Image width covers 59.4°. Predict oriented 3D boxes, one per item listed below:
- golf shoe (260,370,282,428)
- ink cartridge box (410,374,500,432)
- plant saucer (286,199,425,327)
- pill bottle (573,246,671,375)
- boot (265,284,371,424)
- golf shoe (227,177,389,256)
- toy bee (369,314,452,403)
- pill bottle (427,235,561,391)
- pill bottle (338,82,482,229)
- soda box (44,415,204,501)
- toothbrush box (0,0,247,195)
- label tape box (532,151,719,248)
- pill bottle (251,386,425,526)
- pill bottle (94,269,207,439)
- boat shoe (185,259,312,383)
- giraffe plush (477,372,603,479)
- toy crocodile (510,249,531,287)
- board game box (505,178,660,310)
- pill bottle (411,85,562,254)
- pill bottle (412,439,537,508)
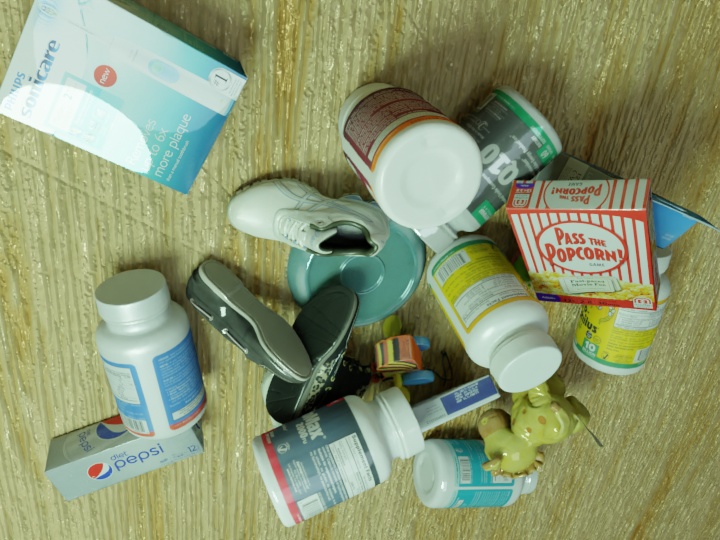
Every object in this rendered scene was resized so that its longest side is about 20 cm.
[{"bbox_3d":[-0.094,0.231,0.930,0.078,0.097,0.200,-15,120,-6],"label":"golf shoe"},{"bbox_3d":[0.104,0.222,0.976,0.199,0.041,0.200,-23,165,-5],"label":"ink cartridge box"},{"bbox_3d":[0.000,0.000,0.868,0.200,0.027,0.200,-8,121,-14],"label":"plant saucer"},{"bbox_3d":[0.404,0.050,0.970,0.113,0.113,0.200,-4,120,-15],"label":"pill bottle"},{"bbox_3d":[-0.034,0.118,0.882,0.154,0.073,0.204,15,105,-56],"label":"boot"},{"bbox_3d":[-0.064,-0.058,0.752,0.200,0.097,0.078,5,116,-1],"label":"golf shoe"},{"bbox_3d":[0.056,0.146,0.922,0.109,0.131,0.200,-14,137,19],"label":"toy bee"},{"bbox_3d":[0.175,0.055,0.831,0.113,0.200,0.113,-13,135,-13],"label":"pill bottle"},{"bbox_3d":[0.044,-0.137,0.700,0.114,0.200,0.114,-8,121,-13],"label":"pill bottle"},{"bbox_3d":[-0.326,0.245,0.884,0.200,0.063,0.068,-19,124,-5],"label":"soda box"},{"bbox_3d":[-0.240,-0.192,0.649,0.200,0.085,0.146,25,109,-26],"label":"toothbrush box"},{"bbox_3d":[0.336,-0.084,0.819,0.143,0.200,0.066,16,112,-24],"label":"label tape box"},{"bbox_3d":[-0.026,0.230,0.812,0.200,0.120,0.120,-22,123,-11],"label":"pill bottle"},{"bbox_3d":[-0.265,0.104,0.795,0.112,0.112,0.200,-10,121,-12],"label":"pill bottle"},{"bbox_3d":[-0.143,0.073,0.807,0.200,0.067,0.057,46,120,3],"label":"boat shoe"},{"bbox_3d":[0.258,0.245,0.988,0.173,0.200,0.162,36,108,-29],"label":"giraffe plush"},{"bbox_3d":[0.229,0.022,0.935,0.067,0.062,0.200,-7,128,-61],"label":"toy crocodile"},{"bbox_3d":[0.275,-0.029,0.768,0.151,0.046,0.200,4,147,31],"label":"board game box"},{"bbox_3d":[0.140,-0.122,0.790,0.200,0.113,0.113,-44,122,10],"label":"pill bottle"},{"bbox_3d":[0.199,0.346,1.077,0.200,0.111,0.111,7,116,-20],"label":"pill bottle"}]
